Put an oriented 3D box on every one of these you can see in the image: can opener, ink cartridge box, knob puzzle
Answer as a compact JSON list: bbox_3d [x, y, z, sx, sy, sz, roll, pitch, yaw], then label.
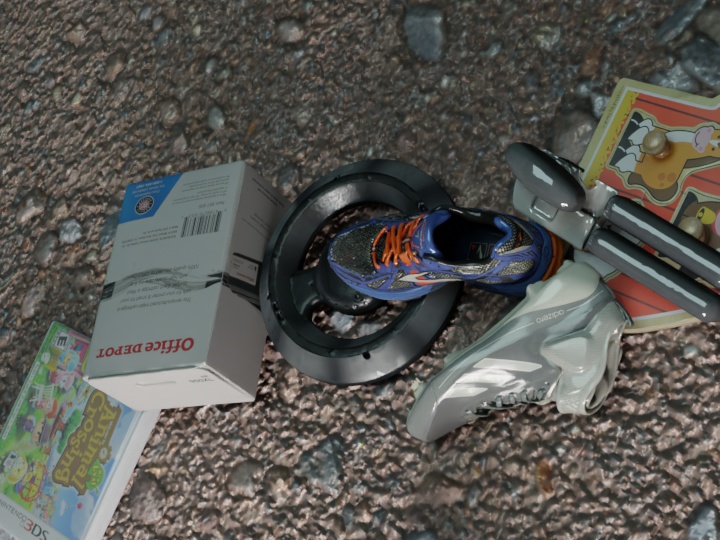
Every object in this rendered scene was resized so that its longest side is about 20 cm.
[{"bbox_3d":[0.186,-0.028,1.096,0.199,0.066,0.053,34,108,28],"label":"can opener"},{"bbox_3d":[-0.155,0.017,1.346,0.143,0.084,0.202,-8,60,32],"label":"ink cartridge box"},{"bbox_3d":[0.236,-0.047,1.122,0.218,0.030,0.223,-16,61,31],"label":"knob puzzle"}]

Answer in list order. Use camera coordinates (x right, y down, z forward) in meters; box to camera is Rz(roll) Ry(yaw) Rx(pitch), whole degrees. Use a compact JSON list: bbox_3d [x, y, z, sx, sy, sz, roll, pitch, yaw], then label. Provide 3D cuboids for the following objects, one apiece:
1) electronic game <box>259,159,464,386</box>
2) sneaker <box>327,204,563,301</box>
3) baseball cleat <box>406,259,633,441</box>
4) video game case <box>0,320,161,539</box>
[{"bbox_3d":[0.000,0.000,1.275,0.198,0.042,0.203,-10,68,25],"label":"electronic game"},{"bbox_3d":[0.058,-0.022,1.178,0.198,0.078,0.076,-4,69,29],"label":"sneaker"},{"bbox_3d":[0.120,0.085,1.129,0.200,0.069,0.107,-47,65,24],"label":"baseball cleat"},{"bbox_3d":[-0.282,0.167,1.432,0.181,0.022,0.202,21,84,41],"label":"video game case"}]
